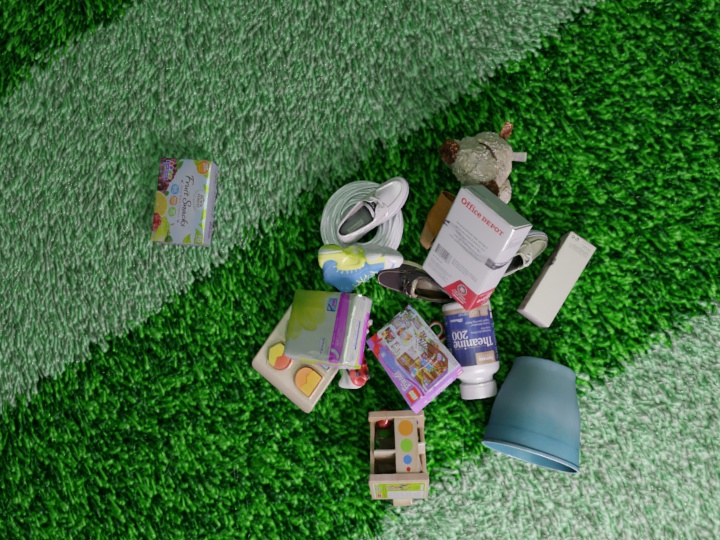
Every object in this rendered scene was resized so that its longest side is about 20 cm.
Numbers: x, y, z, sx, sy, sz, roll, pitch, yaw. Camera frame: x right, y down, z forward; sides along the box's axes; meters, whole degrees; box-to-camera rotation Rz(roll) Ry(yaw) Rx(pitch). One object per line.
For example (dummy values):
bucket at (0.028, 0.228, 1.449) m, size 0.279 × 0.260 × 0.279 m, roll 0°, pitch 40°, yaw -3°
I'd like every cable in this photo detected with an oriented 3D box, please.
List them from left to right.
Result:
cable at (0.004, -0.106, 1.233) m, size 0.192 × 0.069 × 0.209 m, roll 8°, pitch 87°, yaw 8°

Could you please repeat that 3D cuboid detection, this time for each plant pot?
plant pot at (0.366, 0.291, 1.095) m, size 0.193 × 0.201 × 0.194 m, roll 15°, pitch 72°, yaw 8°

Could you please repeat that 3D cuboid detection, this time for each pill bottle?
pill bottle at (0.245, 0.170, 1.155) m, size 0.106 × 0.111 × 0.209 m, roll -8°, pitch 83°, yaw 6°

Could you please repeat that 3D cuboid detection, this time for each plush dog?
plush dog at (0.261, -0.233, 1.141) m, size 0.200 × 0.171 × 0.162 m, roll 43°, pitch 132°, yaw 8°

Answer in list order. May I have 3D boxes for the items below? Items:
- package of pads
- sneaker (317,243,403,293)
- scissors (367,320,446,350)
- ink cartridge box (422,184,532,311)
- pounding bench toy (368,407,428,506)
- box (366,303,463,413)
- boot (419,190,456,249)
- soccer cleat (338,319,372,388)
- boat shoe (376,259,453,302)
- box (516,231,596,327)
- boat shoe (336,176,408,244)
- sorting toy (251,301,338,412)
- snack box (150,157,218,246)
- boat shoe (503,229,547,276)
package of pads at (-0.074, 0.129, 1.154) m, size 0.195 × 0.067 × 0.161 m, roll 2°, pitch 76°, yaw 38°
sneaker at (0.000, 0.000, 1.167) m, size 0.192 × 0.076 × 0.109 m, roll 6°, pitch 108°, yaw 17°
scissors at (0.115, 0.180, 1.218) m, size 0.193 × 0.014 × 0.076 m, roll -21°, pitch 82°, yaw 4°
ink cartridge box at (0.232, -0.049, 1.069) m, size 0.144 × 0.082 × 0.204 m, roll 44°, pitch 128°, yaw 29°
pounding bench toy at (0.082, 0.408, 1.152) m, size 0.119 × 0.203 × 0.160 m, roll -3°, pitch 52°, yaw 4°
box at (0.115, 0.187, 1.152) m, size 0.136 × 0.039 × 0.201 m, roll -39°, pitch 49°, yaw 0°
boot at (0.227, -0.069, 1.168) m, size 0.200 × 0.070 × 0.146 m, roll 41°, pitch 131°, yaw 14°
soccer cleat at (-0.019, 0.164, 1.190) m, size 0.084 × 0.067 × 0.208 m, roll -25°, pitch 57°, yaw 41°
boat shoe at (0.124, 0.027, 1.186) m, size 0.192 × 0.065 × 0.076 m, roll 6°, pitch 124°, yaw 20°
box at (0.430, 0.021, 1.164) m, size 0.067 × 0.082 × 0.204 m, roll 32°, pitch 87°, yaw 8°
boat shoe at (0.025, -0.137, 1.164) m, size 0.197 × 0.066 × 0.073 m, roll -35°, pitch 82°, yaw 4°
sorting toy at (-0.137, 0.197, 1.235) m, size 0.183 × 0.036 × 0.203 m, roll 36°, pitch 90°, yaw 9°
snack box at (-0.431, -0.167, 1.298) m, size 0.136 × 0.053 × 0.209 m, roll 4°, pitch 85°, yaw 6°
boat shoe at (0.343, -0.028, 1.156) m, size 0.194 × 0.074 × 0.062 m, roll -23°, pitch 38°, yaw -20°
